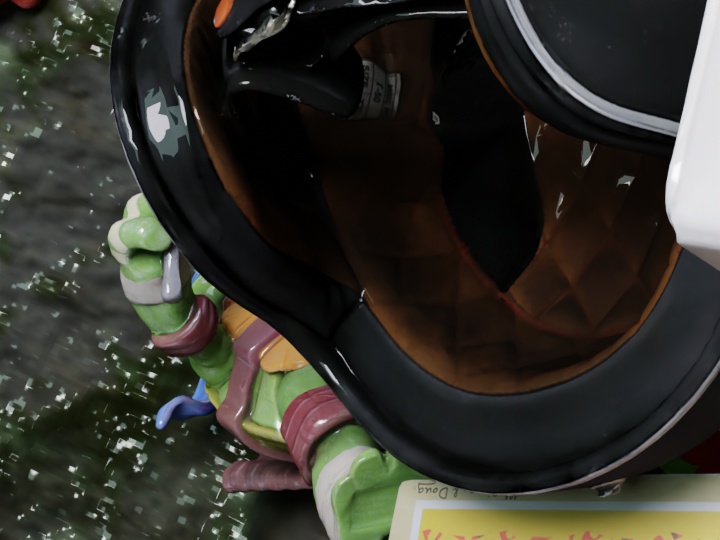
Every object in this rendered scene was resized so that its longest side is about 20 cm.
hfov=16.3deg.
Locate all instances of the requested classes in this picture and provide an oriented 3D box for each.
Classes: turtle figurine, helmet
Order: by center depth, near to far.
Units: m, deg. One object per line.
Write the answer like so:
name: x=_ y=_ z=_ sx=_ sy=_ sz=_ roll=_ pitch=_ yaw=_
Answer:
helmet: x=0.047 y=-0.045 z=0.697 sx=0.199 sy=0.191 sz=0.201 roll=-31 pitch=35 yaw=25
turtle figurine: x=0.000 y=0.000 z=0.821 sx=0.201 sy=0.143 sz=0.194 roll=-55 pitch=39 yaw=8

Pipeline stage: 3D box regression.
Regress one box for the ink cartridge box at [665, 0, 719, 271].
ink cartridge box: x=0.185 y=-0.054 z=0.558 sx=0.199 sy=0.084 sz=0.147 roll=11 pitch=83 yaw=31

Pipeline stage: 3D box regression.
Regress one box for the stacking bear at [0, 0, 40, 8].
stacking bear: x=-0.185 y=-0.196 z=1.025 sx=0.113 sy=0.121 sz=0.201 roll=-28 pitch=72 yaw=25

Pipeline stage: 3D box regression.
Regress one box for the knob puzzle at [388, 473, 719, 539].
knob puzzle: x=0.073 y=0.148 z=0.657 sx=0.218 sy=0.030 sz=0.222 roll=-11 pitch=65 yaw=24

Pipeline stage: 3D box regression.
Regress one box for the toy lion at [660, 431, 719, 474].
toy lion: x=0.178 y=0.068 z=0.775 sx=0.190 sy=0.069 sz=0.202 roll=-4 pitch=72 yaw=34
